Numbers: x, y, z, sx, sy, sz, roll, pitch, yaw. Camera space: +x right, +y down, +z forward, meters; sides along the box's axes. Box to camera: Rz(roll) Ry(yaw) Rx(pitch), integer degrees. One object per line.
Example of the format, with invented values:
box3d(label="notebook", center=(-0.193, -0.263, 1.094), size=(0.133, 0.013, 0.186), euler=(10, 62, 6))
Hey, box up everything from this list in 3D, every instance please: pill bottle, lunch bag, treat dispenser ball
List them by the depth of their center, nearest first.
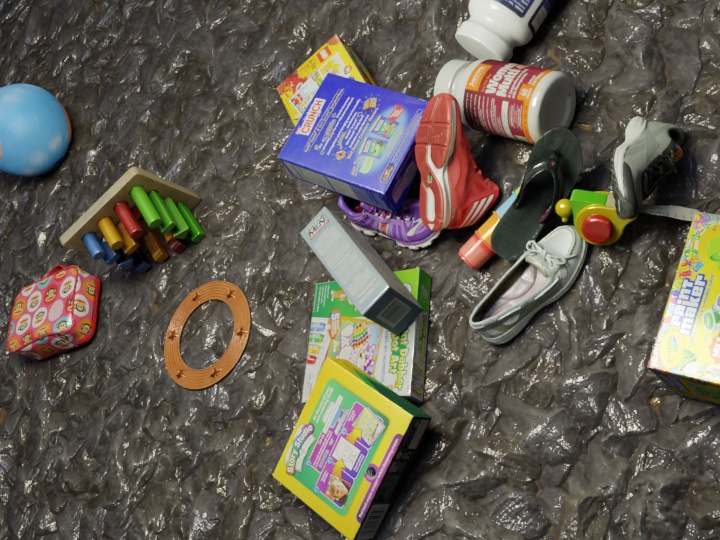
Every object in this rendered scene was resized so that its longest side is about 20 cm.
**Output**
box3d(label="pill bottle", center=(0.214, -0.259, 1.429), size=(0.199, 0.109, 0.110), euler=(22, 82, 40))
box3d(label="pill bottle", center=(0.241, -0.426, 1.484), size=(0.116, 0.116, 0.201), euler=(33, 89, 41))
box3d(label="lunch bag", center=(-0.610, 0.075, 1.885), size=(0.199, 0.082, 0.177), euler=(-19, 59, 29))
box3d(label="treat dispenser ball", center=(-0.737, -0.306, 2.077), size=(0.200, 0.201, 0.202), euler=(-15, 61, 29))

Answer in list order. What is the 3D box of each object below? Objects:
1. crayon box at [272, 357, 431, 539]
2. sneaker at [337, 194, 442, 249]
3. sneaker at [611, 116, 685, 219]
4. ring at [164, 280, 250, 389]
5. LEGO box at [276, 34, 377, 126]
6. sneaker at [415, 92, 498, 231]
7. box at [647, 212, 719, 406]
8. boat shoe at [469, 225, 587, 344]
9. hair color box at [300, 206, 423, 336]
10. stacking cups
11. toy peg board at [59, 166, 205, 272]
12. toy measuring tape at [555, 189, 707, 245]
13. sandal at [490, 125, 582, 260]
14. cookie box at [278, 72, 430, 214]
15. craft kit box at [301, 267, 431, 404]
box3d(label="crayon box", center=(-0.016, 0.253, 1.358), size=(0.172, 0.058, 0.201), euler=(31, 99, 36))
box3d(label="sneaker", center=(0.044, -0.087, 1.489), size=(0.199, 0.083, 0.081), euler=(9, 74, 37))
box3d(label="sneaker", center=(0.376, -0.140, 1.242), size=(0.079, 0.074, 0.200), euler=(6, 42, 27))
box3d(label="ring", center=(-0.275, 0.111, 1.669), size=(0.199, 0.019, 0.202), euler=(-15, 61, 29))
box3d(label="LEGO box", center=(-0.042, -0.285, 1.647), size=(0.149, 0.077, 0.201), euler=(-39, 52, 15))
box3d(label="sneaker", center=(0.147, -0.161, 1.416), size=(0.078, 0.115, 0.201), euler=(19, 108, 52))
box3d(label="box", center=(0.466, 0.058, 1.092), size=(0.192, 0.122, 0.201), euler=(11, 76, 40))
box3d(label="boat shoe", center=(0.233, 0.015, 1.315), size=(0.202, 0.065, 0.074), euler=(-45, 51, 6))
box3d(label="hair color box", center=(0.000, 0.000, 1.415), size=(0.061, 0.099, 0.200), euler=(-46, 50, 9))
box3d(label="stacking cups", center=(0.227, -0.082, 1.380), size=(0.200, 0.060, 0.061), euler=(-45, 50, 16))
box3d(label="toy peg board", center=(-0.402, -0.066, 1.737), size=(0.199, 0.200, 0.098), euler=(-41, 66, 13))
box3d(label="toy measuring tape", center=(0.361, -0.063, 1.274), size=(0.199, 0.074, 0.074), euler=(11, 75, 17))
box3d(label="sandal", center=(0.248, -0.102, 1.313), size=(0.075, 0.048, 0.201), euler=(26, 107, 3))
box3d(label="cookie box", center=(0.001, -0.202, 1.477), size=(0.199, 0.075, 0.172), euler=(22, 74, 26))
box3d(label="craft kit box", center=(0.009, 0.107, 1.451), size=(0.196, 0.048, 0.201), euler=(-8, 65, 30))
